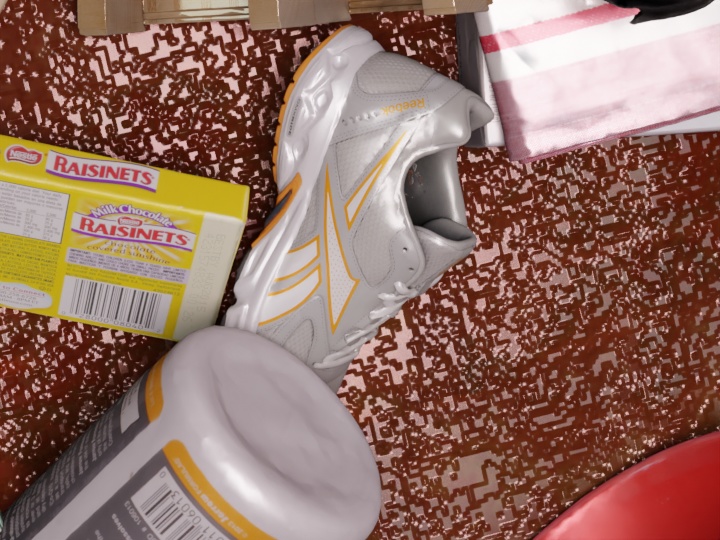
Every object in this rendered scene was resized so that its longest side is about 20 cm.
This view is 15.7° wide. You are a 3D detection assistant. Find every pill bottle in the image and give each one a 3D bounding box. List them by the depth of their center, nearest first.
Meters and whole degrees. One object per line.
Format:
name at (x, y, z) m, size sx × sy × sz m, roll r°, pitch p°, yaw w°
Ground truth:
pill bottle at (-0.094, 0.126, 1.125) m, size 0.116 × 0.116 × 0.200 m, roll 43°, pitch 115°, yaw -7°

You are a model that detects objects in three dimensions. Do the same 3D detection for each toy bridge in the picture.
toy bridge at (-0.025, -0.120, 1.138) m, size 0.199 × 0.067 × 0.027 m, roll 0°, pitch 97°, yaw 30°

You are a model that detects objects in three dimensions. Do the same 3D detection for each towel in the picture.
towel at (0.109, -0.160, 1.117) m, size 0.143 × 0.023 × 0.201 m, roll -15°, pitch 95°, yaw -2°

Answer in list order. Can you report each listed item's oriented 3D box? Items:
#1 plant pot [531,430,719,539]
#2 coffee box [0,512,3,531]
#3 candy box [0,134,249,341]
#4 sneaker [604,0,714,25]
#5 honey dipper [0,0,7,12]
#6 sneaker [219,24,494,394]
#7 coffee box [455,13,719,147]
plant pot at (0.165, 0.198, 1.157) m, size 0.200 × 0.200 × 0.178 m, roll -38°, pitch 107°, yaw -2°
coffee box at (-0.263, 0.089, 1.132) m, size 0.199 × 0.123 × 0.044 m, roll -17°, pitch 132°, yaw -3°
candy box at (-0.155, -0.020, 1.149) m, size 0.199 × 0.102 × 0.027 m, roll 12°, pitch 52°, yaw -7°
sneaker at (0.165, -0.146, 1.025) m, size 0.199 × 0.111 × 0.077 m, roll -6°, pitch 100°, yaw 19°
honey dipper at (-0.158, -0.131, 1.171) m, size 0.038 × 0.038 × 0.201 m, roll 31°, pitch 87°, yaw -7°
sneaker at (0.000, 0.000, 1.144) m, size 0.092 × 0.076 × 0.201 m, roll 22°, pitch 112°, yaw 20°
coffee box at (0.145, -0.118, 1.175) m, size 0.199 × 0.080 × 0.114 m, roll -5°, pitch 93°, yaw -5°
